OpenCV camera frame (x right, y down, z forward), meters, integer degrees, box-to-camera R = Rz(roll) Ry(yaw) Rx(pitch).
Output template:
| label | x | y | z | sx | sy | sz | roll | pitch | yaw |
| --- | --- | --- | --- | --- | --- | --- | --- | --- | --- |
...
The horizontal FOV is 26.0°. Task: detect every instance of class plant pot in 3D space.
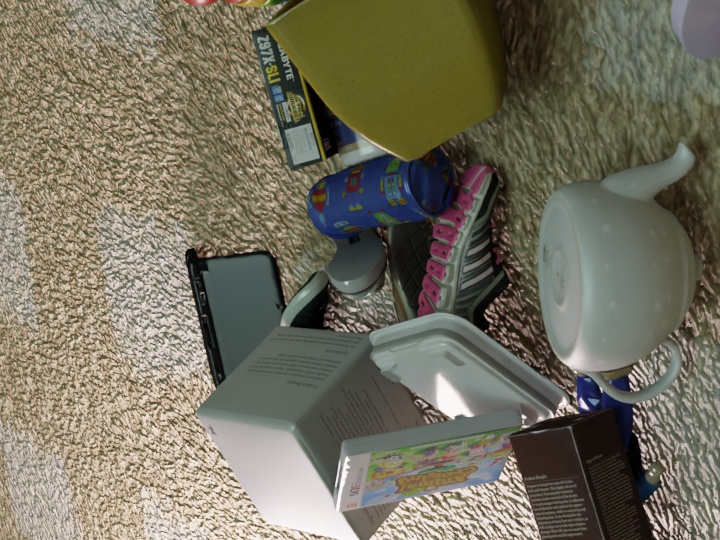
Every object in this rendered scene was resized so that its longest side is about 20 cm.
| label | x | y | z | sx | sy | sz | roll | pitch | yaw |
| --- | --- | --- | --- | --- | --- | --- | --- | --- | --- |
| plant pot | 0.051 | -0.231 | 1.588 | 0.193 | 0.196 | 0.201 | -28 | 104 | 17 |

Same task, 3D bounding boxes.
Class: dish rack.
| label | x | y | z | sx | sy | sz | roll | pitch | yaw |
| --- | --- | --- | --- | --- | --- | --- | --- | --- | --- |
| dish rack | 0.114 | 0.125 | 1.733 | 0.200 | 0.044 | 0.171 | 37 | 151 | -23 |

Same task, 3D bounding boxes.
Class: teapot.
| label | x | y | z | sx | sy | sz | roll | pitch | yaw |
| --- | --- | --- | --- | --- | --- | --- | --- | --- | --- |
| teapot | 0.261 | 0.007 | 1.517 | 0.200 | 0.145 | 0.199 | 106 | 160 | -65 |

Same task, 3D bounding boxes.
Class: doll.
| label | x | y | z | sx | sy | sz | roll | pitch | yaw |
| --- | --- | --- | --- | --- | --- | --- | --- | --- | --- |
| doll | 0.272 | 0.196 | 1.661 | 0.136 | 0.048 | 0.202 | 8 | 112 | 50 |

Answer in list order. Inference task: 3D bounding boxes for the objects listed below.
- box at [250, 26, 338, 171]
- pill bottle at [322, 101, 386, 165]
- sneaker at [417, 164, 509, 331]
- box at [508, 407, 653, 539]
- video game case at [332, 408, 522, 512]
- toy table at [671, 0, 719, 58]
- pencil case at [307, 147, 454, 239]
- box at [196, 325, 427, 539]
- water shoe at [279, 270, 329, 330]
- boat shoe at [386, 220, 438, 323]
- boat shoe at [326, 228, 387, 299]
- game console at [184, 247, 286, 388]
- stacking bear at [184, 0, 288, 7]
| label | x | y | z | sx | sy | sz | roll | pitch | yaw |
| --- | --- | --- | --- | --- | --- | --- | --- | --- | --- |
| box | -0.067 | -0.204 | 1.795 | 0.049 | 0.200 | 0.161 | -16 | 96 | 9 |
| pill bottle | 0.003 | -0.228 | 1.748 | 0.111 | 0.111 | 0.201 | -12 | 96 | 53 |
| sneaker | 0.128 | -0.016 | 1.729 | 0.074 | 0.087 | 0.201 | -146 | 69 | -67 |
| box | 0.237 | 0.252 | 1.627 | 0.100 | 0.075 | 0.201 | -17 | 92 | 53 |
| video game case | 0.072 | 0.215 | 1.743 | 0.182 | 0.198 | 0.022 | 99 | 159 | -62 |
| toy table | 0.351 | -0.224 | 1.282 | 0.201 | 0.183 | 0.118 | 105 | 148 | -48 |
| pencil case | 0.024 | -0.083 | 1.756 | 0.199 | 0.087 | 0.078 | -12 | 52 | 53 |
| box | -0.050 | 0.198 | 1.916 | 0.198 | 0.171 | 0.201 | 2 | 129 | 48 |
| water shoe | -0.063 | 0.078 | 2.024 | 0.079 | 0.072 | 0.200 | 35 | 139 | 6 |
| boat shoe | 0.065 | 0.033 | 1.825 | 0.072 | 0.075 | 0.202 | -17 | 86 | 62 |
| boat shoe | 0.000 | 0.000 | 1.830 | 0.200 | 0.072 | 0.066 | -110 | -1 | -73 |
| game console | -0.166 | 0.066 | 2.172 | 0.176 | 0.116 | 0.202 | -136 | 34 | -76 |
| stacking bear | -0.133 | -0.355 | 1.783 | 0.121 | 0.199 | 0.114 | -18 | 92 | 53 |
